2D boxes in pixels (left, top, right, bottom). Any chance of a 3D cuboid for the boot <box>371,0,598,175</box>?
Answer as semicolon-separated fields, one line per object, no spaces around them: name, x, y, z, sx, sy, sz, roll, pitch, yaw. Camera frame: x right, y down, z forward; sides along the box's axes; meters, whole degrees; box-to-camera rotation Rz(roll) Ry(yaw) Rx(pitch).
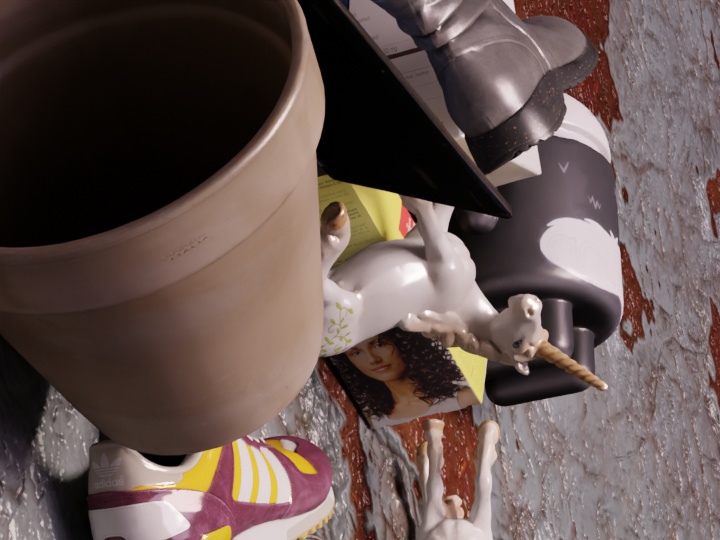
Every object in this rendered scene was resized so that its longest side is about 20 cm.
boot;0.064;-0.142;1.595;0.132;0.070;0.200;56;14;-10

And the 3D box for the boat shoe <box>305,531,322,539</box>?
boat shoe;-0.043;0.173;1.452;0.072;0.071;0.200;70;22;-13

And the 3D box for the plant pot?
plant pot;-0.094;-0.017;1.308;0.201;0.199;0.174;-80;157;-45

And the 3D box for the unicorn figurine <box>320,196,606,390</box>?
unicorn figurine;0.023;0.004;1.579;0.074;0.199;0.138;-107;-171;-57

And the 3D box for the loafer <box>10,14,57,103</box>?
loafer;-0.130;-0.114;1.443;0.200;0.072;0.063;-31;120;-61

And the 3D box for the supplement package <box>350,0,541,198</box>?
supplement package;0.017;-0.147;1.723;0.121;0.119;0.201;20;59;-62

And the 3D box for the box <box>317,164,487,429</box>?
box;0.000;0.000;1.658;0.200;0.075;0.050;58;28;-34

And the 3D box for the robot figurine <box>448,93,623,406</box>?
robot figurine;0.099;-0.019;1.844;0.150;0.124;0.201;122;-29;-58

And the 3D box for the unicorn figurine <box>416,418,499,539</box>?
unicorn figurine;0.048;0.156;1.667;0.200;0.073;0.138;39;53;-64

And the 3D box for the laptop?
laptop;-0.014;-0.139;1.462;0.187;0.199;0.116;47;68;-41

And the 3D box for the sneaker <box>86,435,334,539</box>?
sneaker;-0.070;0.095;1.433;0.200;0.075;0.091;-34;113;-67
